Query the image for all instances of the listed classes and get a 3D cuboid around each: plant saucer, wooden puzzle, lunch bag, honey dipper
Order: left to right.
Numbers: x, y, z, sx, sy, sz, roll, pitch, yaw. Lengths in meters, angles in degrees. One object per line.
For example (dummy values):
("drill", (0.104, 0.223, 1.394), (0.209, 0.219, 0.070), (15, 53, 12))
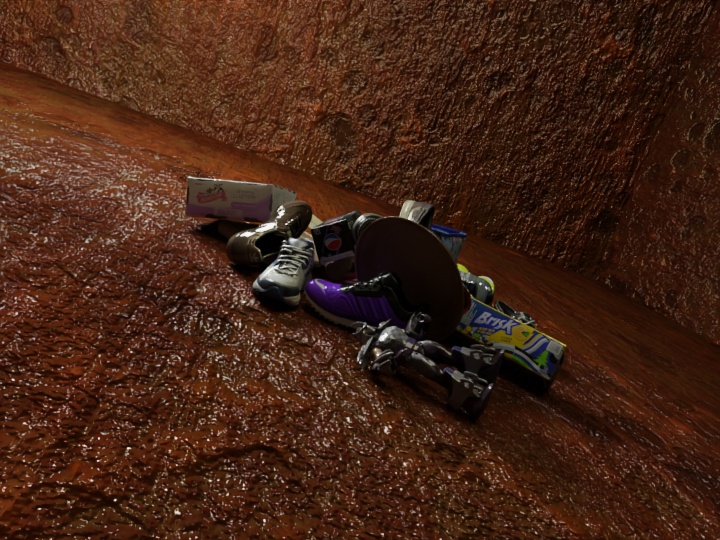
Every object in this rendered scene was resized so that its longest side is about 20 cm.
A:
("wooden puzzle", (-0.153, -0.046, 1.058), (0.183, 0.038, 0.198), (30, 20, 32))
("honey dipper", (-0.009, -0.038, 1.093), (0.037, 0.039, 0.200), (23, 33, 15))
("plant saucer", (0.076, 0.011, 0.810), (0.197, 0.205, 0.035), (28, 40, 29))
("lunch bag", (0.164, -0.017, 1.170), (0.093, 0.154, 0.198), (28, 15, 35))

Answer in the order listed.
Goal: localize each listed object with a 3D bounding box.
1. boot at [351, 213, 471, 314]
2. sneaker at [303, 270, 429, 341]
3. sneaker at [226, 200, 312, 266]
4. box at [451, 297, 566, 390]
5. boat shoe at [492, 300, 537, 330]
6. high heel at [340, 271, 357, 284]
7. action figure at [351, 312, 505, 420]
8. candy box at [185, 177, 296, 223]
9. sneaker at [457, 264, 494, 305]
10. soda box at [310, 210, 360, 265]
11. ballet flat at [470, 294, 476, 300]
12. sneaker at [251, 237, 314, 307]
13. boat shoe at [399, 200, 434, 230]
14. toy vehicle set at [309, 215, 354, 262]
("boot", (0.086, -0.010, 0.883), (0.202, 0.074, 0.154), (39, 0, -28))
("sneaker", (0.015, 0.040, 0.798), (0.196, 0.102, 0.070), (25, 17, 9))
("sneaker", (-0.135, -0.059, 0.927), (0.074, 0.072, 0.199), (12, 36, 35))
("box", (0.235, 0.114, 0.897), (0.197, 0.065, 0.070), (29, -13, 28))
("boat shoe", (0.310, 0.116, 1.052), (0.070, 0.069, 0.200), (16, 14, -17))
("high heel", (0.000, 0.000, 1.013), (0.095, 0.068, 0.201), (28, 13, -18))
("action figure", (0.077, 0.106, 0.689), (0.196, 0.071, 0.130), (21, 36, 16))
("candy box", (-0.229, -0.135, 1.071), (0.163, 0.074, 0.200), (6, 5, 5))
("sneaker", (0.247, 0.037, 1.308), (0.079, 0.076, 0.199), (3, 14, -28))
("soda box", (-0.037, -0.064, 0.992), (0.069, 0.065, 0.200), (-15, 8, 8))
("ballet flat", (0.194, 0.073, 1.057), (0.062, 0.078, 0.200), (-14, 10, -2))
("sneaker", (-0.111, -0.008, 0.838), (0.075, 0.087, 0.200), (20, 13, -2))
("boat shoe", (0.100, -0.047, 1.026), (0.063, 0.204, 0.072), (-2, -33, 29))
("toy vehicle set", (-0.057, -0.070, 1.206), (0.123, 0.027, 0.200), (37, 2, -25))
